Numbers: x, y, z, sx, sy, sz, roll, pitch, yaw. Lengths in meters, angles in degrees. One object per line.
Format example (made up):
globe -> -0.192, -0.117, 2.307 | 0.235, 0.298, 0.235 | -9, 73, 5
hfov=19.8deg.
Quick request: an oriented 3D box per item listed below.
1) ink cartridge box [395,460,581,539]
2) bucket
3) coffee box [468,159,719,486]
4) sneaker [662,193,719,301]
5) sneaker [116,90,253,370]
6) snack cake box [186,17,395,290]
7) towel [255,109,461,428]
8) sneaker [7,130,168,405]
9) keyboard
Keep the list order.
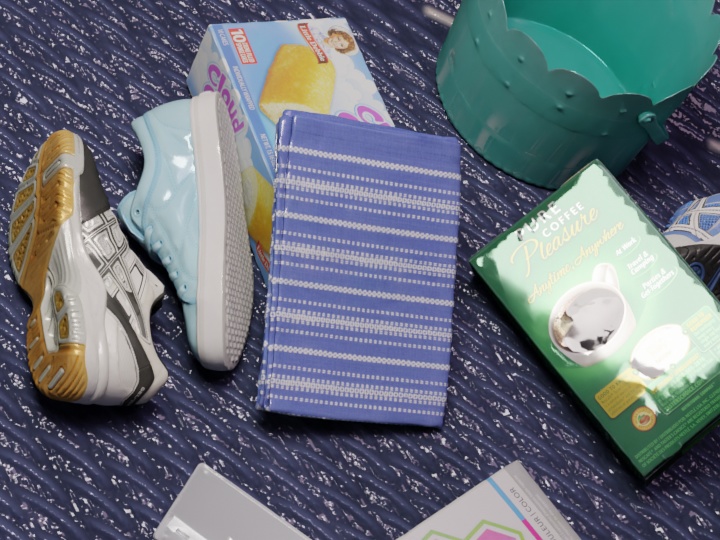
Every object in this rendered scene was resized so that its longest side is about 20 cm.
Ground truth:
ink cartridge box -> 0.054, 0.212, 1.280 | 0.199, 0.059, 0.104 | -28, 71, -37
bucket -> 0.162, -0.170, 1.569 | 0.206, 0.135, 0.208 | 12, 52, -16
coffee box -> 0.182, 0.034, 1.445 | 0.123, 0.044, 0.200 | -39, 73, -2
sneaker -> 0.251, -0.005, 1.539 | 0.199, 0.076, 0.077 | -25, 28, -26
sneaker -> -0.120, -0.021, 1.387 | 0.081, 0.074, 0.201 | -11, 62, 11
snack cake box -> -0.034, -0.080, 1.457 | 0.114, 0.067, 0.201 | -8, 59, -28
towel -> 0.000, 0.000, 1.373 | 0.144, 0.024, 0.202 | 7, 85, -30
sneaker -> -0.173, 0.003, 1.340 | 0.087, 0.076, 0.201 | 14, 52, -35
keyboard -> -0.034, 0.194, 1.246 | 0.199, 0.011, 0.056 | 34, 84, 15
